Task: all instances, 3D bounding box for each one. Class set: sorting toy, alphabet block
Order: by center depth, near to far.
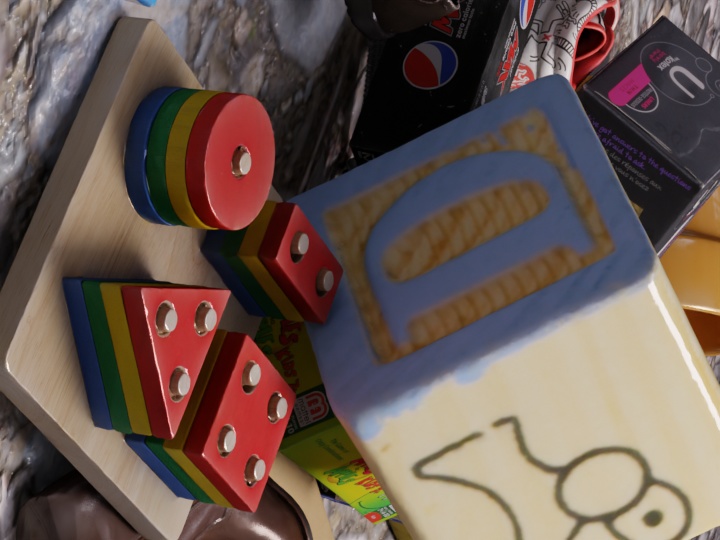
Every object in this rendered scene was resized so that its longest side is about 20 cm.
[{"bbox_3d":[-0.086,0.010,1.305,0.199,0.069,0.201,55,48,-52],"label":"sorting toy"},{"bbox_3d":[0.089,0.047,1.448,0.197,0.195,0.200,-107,170,-50],"label":"alphabet block"}]

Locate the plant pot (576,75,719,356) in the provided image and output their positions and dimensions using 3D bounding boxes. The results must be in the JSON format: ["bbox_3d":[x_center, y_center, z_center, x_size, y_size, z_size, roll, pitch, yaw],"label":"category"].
[{"bbox_3d":[0.209,-0.044,1.935,0.200,0.199,0.184,39,54,-68],"label":"plant pot"}]

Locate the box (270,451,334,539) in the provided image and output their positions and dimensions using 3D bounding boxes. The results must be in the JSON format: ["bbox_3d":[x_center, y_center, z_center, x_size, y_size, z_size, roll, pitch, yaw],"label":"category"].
[{"bbox_3d":[-0.071,0.188,1.610,0.164,0.021,0.200,-62,157,-28],"label":"box"}]

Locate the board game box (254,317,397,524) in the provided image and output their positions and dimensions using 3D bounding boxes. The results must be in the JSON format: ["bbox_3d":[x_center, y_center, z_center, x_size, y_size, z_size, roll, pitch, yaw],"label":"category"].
[{"bbox_3d":[-0.014,0.079,1.562,0.200,0.047,0.102,48,21,-66],"label":"board game box"}]

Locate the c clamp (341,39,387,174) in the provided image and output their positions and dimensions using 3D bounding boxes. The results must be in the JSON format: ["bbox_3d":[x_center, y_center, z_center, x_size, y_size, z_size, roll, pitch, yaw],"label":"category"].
[{"bbox_3d":[0.017,-0.129,1.597,0.171,0.027,0.201,-48,146,-58],"label":"c clamp"}]

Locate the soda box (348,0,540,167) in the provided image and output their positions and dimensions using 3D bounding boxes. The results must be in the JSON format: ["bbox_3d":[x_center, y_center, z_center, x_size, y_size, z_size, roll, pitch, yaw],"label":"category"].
[{"bbox_3d":[0.058,-0.138,1.556,0.063,0.070,0.201,67,39,-60],"label":"soda box"}]

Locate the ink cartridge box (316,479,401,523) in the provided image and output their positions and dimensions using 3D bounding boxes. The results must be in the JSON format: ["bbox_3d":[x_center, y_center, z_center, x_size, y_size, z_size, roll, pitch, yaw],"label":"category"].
[{"bbox_3d":[0.039,0.064,1.687,0.044,0.094,0.201,30,77,-58],"label":"ink cartridge box"}]

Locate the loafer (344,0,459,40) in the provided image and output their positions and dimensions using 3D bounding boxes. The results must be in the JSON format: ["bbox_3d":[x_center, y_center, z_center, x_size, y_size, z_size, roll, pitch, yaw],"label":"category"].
[{"bbox_3d":[0.034,-0.231,1.458,0.073,0.071,0.201,-6,97,-68],"label":"loafer"}]

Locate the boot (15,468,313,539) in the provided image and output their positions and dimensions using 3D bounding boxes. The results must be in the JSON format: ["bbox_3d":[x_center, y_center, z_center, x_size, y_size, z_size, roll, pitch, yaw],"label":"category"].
[{"bbox_3d":[-0.106,0.163,1.412,0.200,0.064,0.187,-48,124,-54],"label":"boot"}]

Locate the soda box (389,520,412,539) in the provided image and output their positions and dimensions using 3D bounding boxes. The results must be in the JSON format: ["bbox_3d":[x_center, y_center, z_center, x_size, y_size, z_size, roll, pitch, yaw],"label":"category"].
[{"bbox_3d":[0.070,0.188,1.899,0.064,0.067,0.200,-63,157,-23],"label":"soda box"}]

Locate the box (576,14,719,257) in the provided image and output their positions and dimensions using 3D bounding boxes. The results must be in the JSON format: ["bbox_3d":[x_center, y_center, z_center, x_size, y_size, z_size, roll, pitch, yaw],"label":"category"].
[{"bbox_3d":[0.166,-0.052,1.719,0.122,0.106,0.200,-41,170,-47],"label":"box"}]

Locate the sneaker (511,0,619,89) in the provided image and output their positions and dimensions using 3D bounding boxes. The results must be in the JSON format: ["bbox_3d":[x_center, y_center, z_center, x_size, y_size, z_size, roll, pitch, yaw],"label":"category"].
[{"bbox_3d":[0.121,-0.187,1.666,0.067,0.107,0.202,88,20,-45],"label":"sneaker"}]

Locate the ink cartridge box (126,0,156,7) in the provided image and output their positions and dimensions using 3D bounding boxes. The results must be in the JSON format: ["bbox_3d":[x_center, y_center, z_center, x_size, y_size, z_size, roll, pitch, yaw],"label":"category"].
[{"bbox_3d":[-0.114,-0.234,1.098,0.146,0.084,0.201,36,71,-68],"label":"ink cartridge box"}]
